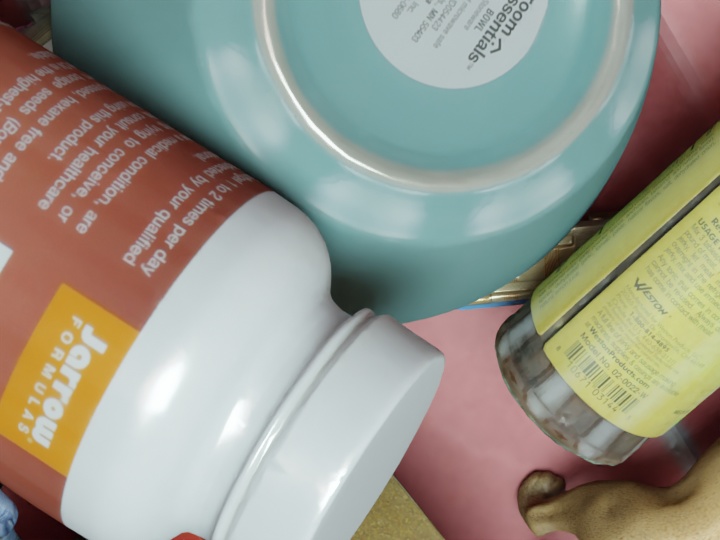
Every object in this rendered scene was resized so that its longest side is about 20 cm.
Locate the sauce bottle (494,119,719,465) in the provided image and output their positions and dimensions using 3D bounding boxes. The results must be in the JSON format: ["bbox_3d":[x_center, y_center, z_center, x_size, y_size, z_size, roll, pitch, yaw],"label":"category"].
[{"bbox_3d":[0.129,-0.019,0.835,0.065,0.065,0.200,42,117,-12],"label":"sauce bottle"}]

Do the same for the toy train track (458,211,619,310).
[{"bbox_3d":[0.000,0.000,0.908,0.199,0.033,0.115,-5,104,-1],"label":"toy train track"}]

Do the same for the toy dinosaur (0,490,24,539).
[{"bbox_3d":[-0.107,0.111,0.778,0.200,0.182,0.105,29,101,-42],"label":"toy dinosaur"}]

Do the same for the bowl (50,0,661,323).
[{"bbox_3d":[0.011,-0.080,0.819,0.199,0.105,0.202,0,92,-14],"label":"bowl"}]

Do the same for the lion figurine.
[{"bbox_3d":[0.130,0.066,0.883,0.072,0.123,0.200,43,101,-12],"label":"lion figurine"}]

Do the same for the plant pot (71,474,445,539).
[{"bbox_3d":[-0.051,0.151,0.885,0.200,0.186,0.187,-38,104,-4],"label":"plant pot"}]

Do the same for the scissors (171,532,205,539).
[{"bbox_3d":[-0.061,0.057,0.822,0.073,0.014,0.201,1,76,-1],"label":"scissors"}]

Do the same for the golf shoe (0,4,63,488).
[{"bbox_3d":[-0.114,0.014,0.862,0.092,0.073,0.201,22,82,8],"label":"golf shoe"}]

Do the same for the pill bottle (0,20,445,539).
[{"bbox_3d":[-0.081,0.007,0.766,0.199,0.112,0.113,32,103,10],"label":"pill bottle"}]
